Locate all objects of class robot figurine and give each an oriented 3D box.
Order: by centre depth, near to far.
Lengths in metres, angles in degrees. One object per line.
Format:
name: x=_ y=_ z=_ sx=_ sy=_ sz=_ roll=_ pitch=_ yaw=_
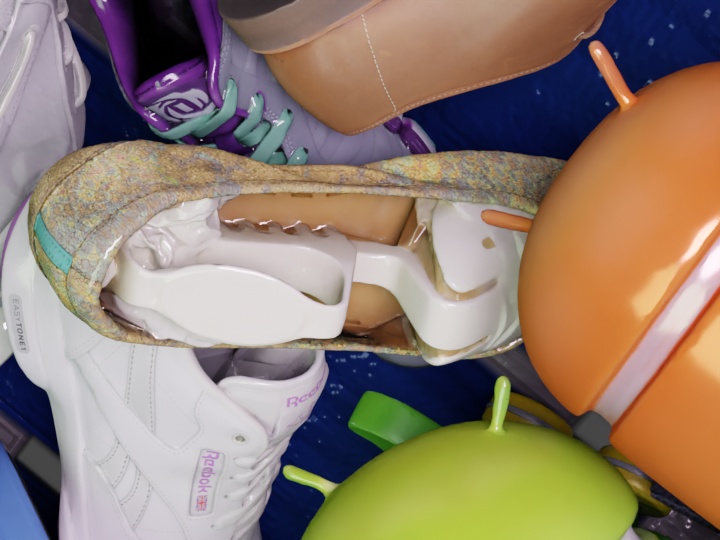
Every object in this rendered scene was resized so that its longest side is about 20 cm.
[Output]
robot figurine: x=0.128 y=0.020 z=0.792 sx=0.200 sy=0.144 sz=0.117 roll=37 pitch=92 yaw=6
robot figurine: x=0.051 y=0.135 z=0.869 sx=0.175 sy=0.116 sz=0.200 roll=-23 pitch=97 yaw=18

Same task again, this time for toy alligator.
toy alligator: x=0.086 y=0.096 z=0.953 sx=0.200 sy=0.059 sz=0.054 roll=27 pitch=166 yaw=7

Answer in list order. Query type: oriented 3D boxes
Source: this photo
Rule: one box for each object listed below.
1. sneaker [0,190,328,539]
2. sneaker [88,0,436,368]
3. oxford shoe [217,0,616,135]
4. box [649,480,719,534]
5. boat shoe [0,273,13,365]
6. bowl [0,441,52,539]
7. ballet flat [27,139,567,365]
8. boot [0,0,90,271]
sneaker: x=-0.055 y=0.059 z=0.961 sx=0.099 sy=0.075 sz=0.200 roll=7 pitch=132 yaw=26
sneaker: x=-0.037 y=-0.042 z=0.910 sx=0.074 sy=0.088 sz=0.200 roll=-26 pitch=103 yaw=32
oxford shoe: x=0.060 y=-0.101 z=0.849 sx=0.200 sy=0.071 sz=0.071 roll=-25 pitch=122 yaw=21
box: x=0.194 y=0.018 z=0.860 sx=0.157 sy=0.051 sz=0.200 roll=27 pitch=123 yaw=9
boat shoe: x=-0.188 y=0.030 z=1.028 sx=0.201 sy=0.070 sz=0.072 roll=-28 pitch=106 yaw=35
bowl: x=-0.104 y=0.149 z=0.994 sx=0.039 sy=0.201 sz=0.201 roll=-23 pitch=109 yaw=-9
ballet flat: x=0.000 y=0.000 z=0.870 sx=0.199 sy=0.071 sz=0.071 roll=4 pitch=124 yaw=-19
boot: x=-0.123 y=-0.086 z=0.940 sx=0.073 sy=0.095 sz=0.200 roll=31 pitch=96 yaw=37
